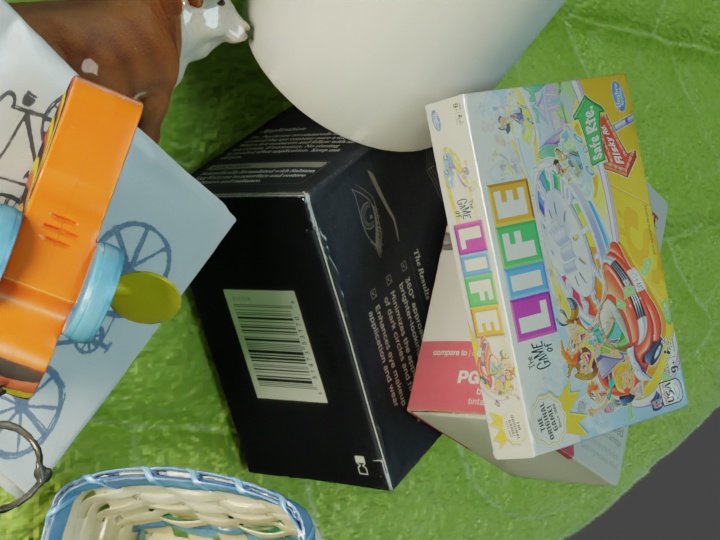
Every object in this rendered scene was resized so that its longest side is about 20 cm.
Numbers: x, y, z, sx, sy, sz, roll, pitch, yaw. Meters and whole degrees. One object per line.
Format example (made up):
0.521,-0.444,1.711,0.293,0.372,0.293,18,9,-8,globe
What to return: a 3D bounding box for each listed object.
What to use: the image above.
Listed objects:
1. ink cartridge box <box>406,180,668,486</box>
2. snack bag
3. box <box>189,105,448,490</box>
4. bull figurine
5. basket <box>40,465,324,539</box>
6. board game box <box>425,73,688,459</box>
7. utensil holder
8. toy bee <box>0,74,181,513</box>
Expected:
0.115,0.018,1.018,0.146,0.082,0.201,35,63,-49,ink cartridge box
-0.177,-0.007,0.798,0.189,0.021,0.200,-54,130,-10,snack bag
0.000,0.000,1.023,0.200,0.117,0.198,-40,123,-46,box
-0.140,-0.100,0.867,0.199,0.065,0.122,-15,109,-49,bull figurine
-0.106,0.171,0.832,0.200,0.175,0.140,28,66,-72,basket
0.115,-0.006,0.924,0.134,0.034,0.201,-12,91,-38,board game box
0.042,-0.188,0.908,0.169,0.200,0.171,19,46,-20,utensil holder
-0.163,0.012,0.752,0.131,0.109,0.200,41,62,-8,toy bee
